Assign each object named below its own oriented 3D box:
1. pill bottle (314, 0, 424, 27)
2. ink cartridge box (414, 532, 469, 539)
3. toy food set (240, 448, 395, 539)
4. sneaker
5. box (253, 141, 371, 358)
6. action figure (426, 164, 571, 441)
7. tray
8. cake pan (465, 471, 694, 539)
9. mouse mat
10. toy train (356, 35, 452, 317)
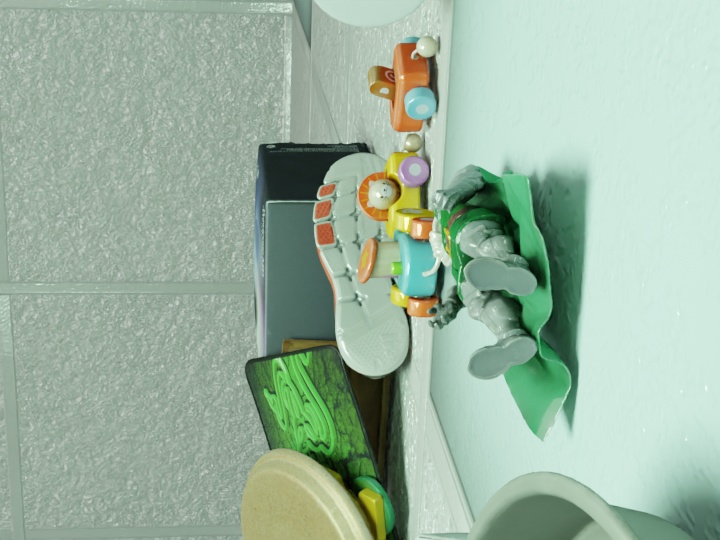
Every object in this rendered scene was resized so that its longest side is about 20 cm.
[{"bbox_3d":[-0.001,-0.257,0.894,0.200,0.114,0.115,-98,10,-51],"label":"pill bottle"},{"bbox_3d":[0.072,0.216,0.536,0.176,0.045,0.201,155,115,-70],"label":"ink cartridge box"},{"bbox_3d":[-0.034,0.247,1.099,0.198,0.049,0.200,19,119,47],"label":"toy food set"},{"bbox_3d":[0.000,0.000,1.085,0.082,0.077,0.200,89,180,-71],"label":"sneaker"},{"bbox_3d":[-0.042,-0.005,1.243,0.198,0.123,0.200,-110,20,-69],"label":"box"},{"bbox_3d":[0.060,-0.008,0.635,0.200,0.055,0.118,-97,5,-74],"label":"action figure"},{"bbox_3d":[-0.026,0.160,1.184,0.037,0.098,0.200,-90,3,-64],"label":"tray"},{"bbox_3d":[0.075,0.163,0.392,0.200,0.037,0.201,-179,90,-73],"label":"cake pan"},{"bbox_3d":[-0.034,0.166,1.110,0.161,0.008,0.200,-15,92,54],"label":"mouse mat"},{"bbox_3d":[0.026,-0.066,0.915,0.150,0.055,0.200,98,171,-53],"label":"toy train"}]
